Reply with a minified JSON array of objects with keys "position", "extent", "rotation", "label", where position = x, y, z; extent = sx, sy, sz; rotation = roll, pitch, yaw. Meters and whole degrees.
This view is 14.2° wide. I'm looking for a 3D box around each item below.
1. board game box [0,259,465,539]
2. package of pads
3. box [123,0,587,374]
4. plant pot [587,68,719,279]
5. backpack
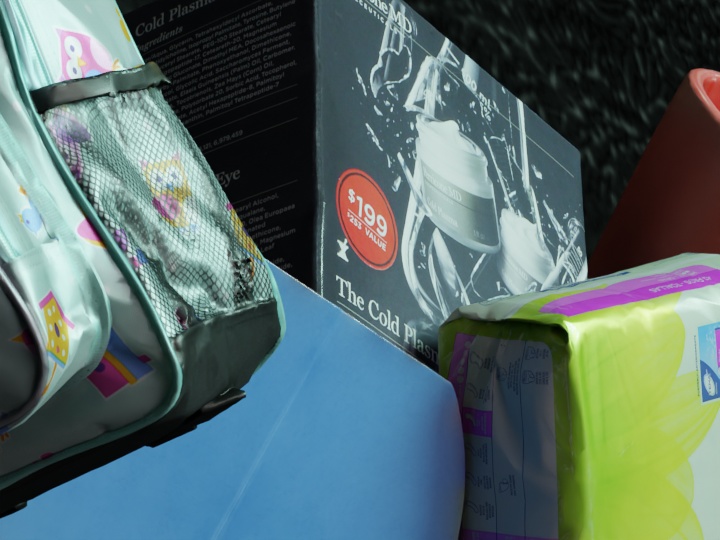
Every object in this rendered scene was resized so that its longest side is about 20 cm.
[{"position":[-0.055,0.078,1.007],"extent":[0.200,0.039,0.159],"rotation":[34,81,-34],"label":"board game box"},{"position":[0.098,0.103,1.097],"extent":[0.154,0.068,0.201],"rotation":[-12,102,-48],"label":"package of pads"},{"position":[0.000,0.000,1.150],"extent":[0.200,0.104,0.183],"rotation":[36,43,-45],"label":"box"},{"position":[0.178,0.038,1.300],"extent":[0.200,0.178,0.201],"rotation":[33,15,-10],"label":"plant pot"},{"position":[-0.144,-0.024,0.857],"extent":[0.153,0.175,0.201],"rotation":[-10,76,-64],"label":"backpack"}]
